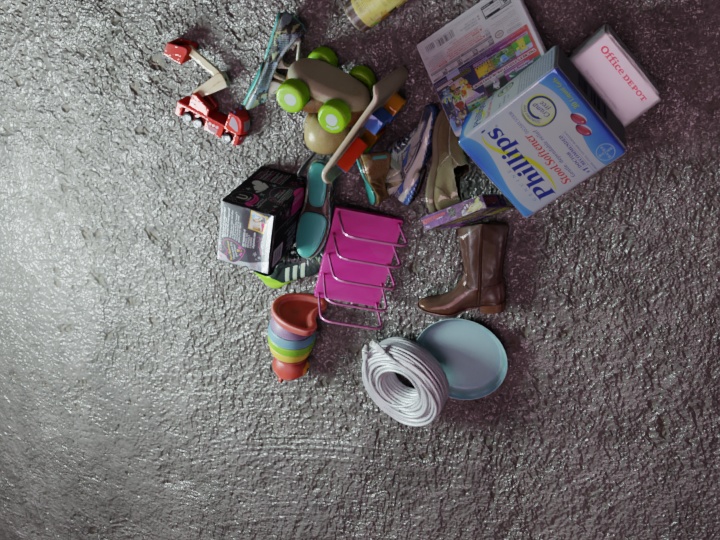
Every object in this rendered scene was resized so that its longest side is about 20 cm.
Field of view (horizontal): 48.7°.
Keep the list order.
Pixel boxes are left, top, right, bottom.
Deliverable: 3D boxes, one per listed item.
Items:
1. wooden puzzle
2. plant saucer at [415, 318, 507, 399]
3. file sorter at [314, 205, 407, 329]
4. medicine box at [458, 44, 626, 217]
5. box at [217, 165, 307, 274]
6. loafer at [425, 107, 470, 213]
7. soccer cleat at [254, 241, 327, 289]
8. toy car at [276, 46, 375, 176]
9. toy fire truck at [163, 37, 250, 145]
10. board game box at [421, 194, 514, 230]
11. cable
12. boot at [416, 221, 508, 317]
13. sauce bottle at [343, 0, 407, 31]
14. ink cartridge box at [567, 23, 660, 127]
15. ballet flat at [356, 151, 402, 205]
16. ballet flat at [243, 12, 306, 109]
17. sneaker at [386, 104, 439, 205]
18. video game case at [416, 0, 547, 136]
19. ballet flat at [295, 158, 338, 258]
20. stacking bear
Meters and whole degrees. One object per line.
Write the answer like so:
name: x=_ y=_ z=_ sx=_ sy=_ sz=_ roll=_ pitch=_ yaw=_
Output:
wooden puzzle: x=0.019 y=-0.254 z=1.418 sx=0.046 sy=0.185 sz=0.200 roll=35 pitch=122 yaw=2
plant saucer: x=0.212 y=0.183 z=1.679 sx=0.199 sy=0.027 sz=0.201 roll=8 pitch=119 yaw=15
file sorter: x=0.000 y=0.000 z=1.562 sx=0.138 sy=0.126 sz=0.201 roll=10 pitch=116 yaw=-11
medicine box: x=0.293 y=-0.220 z=1.287 sx=0.182 sy=0.103 sz=0.200 roll=44 pitch=123 yaw=-16
box: x=-0.188 y=-0.103 z=1.558 sx=0.114 sy=0.200 sz=0.133 roll=17 pitch=120 yaw=11
loafer: x=0.164 y=-0.199 z=1.426 sx=0.067 sy=0.076 sz=0.202 roll=6 pitch=84 yaw=20
soccer cleat: x=-0.135 y=-0.020 z=1.654 sx=0.199 sy=0.068 sz=0.081 roll=-27 pitch=137 yaw=29
toy car: x=-0.078 y=-0.275 z=1.467 sx=0.157 sy=0.165 sz=0.201 roll=26 pitch=134 yaw=3
toy fire truck: x=-0.297 y=-0.348 z=1.553 sx=0.199 sy=0.049 sz=0.142 roll=28 pitch=121 yaw=2
board game box: x=0.200 y=-0.106 z=1.433 sx=0.120 sy=0.200 sz=0.032 roll=-25 pitch=84 yaw=25
cable: x=0.093 y=0.238 z=1.701 sx=0.199 sy=0.069 sz=0.201 roll=27 pitch=135 yaw=18
boot: x=0.197 y=-0.009 z=1.557 sx=0.185 sy=0.064 sz=0.201 roll=-4 pitch=121 yaw=5
sauce bottle: x=0.064 y=-0.486 z=1.353 sx=0.199 sy=0.065 sz=0.065 roll=-28 pitch=105 yaw=30
ink cartridge box: x=0.380 y=-0.291 z=1.341 sx=0.145 sy=0.083 sz=0.200 roll=47 pitch=121 yaw=-8
ballet flat: x=0.039 y=-0.170 z=1.442 sx=0.072 sy=0.200 sz=0.068 roll=-19 pitch=75 yaw=1
ballet flat: x=-0.156 y=-0.376 z=1.476 sx=0.074 sy=0.074 sz=0.201 roll=30 pitch=125 yaw=1
sneaker: x=0.088 y=-0.220 z=1.482 sx=0.085 sy=0.077 sz=0.201 roll=24 pitch=121 yaw=9
video game case: x=0.211 y=-0.356 z=1.352 sx=0.199 sy=0.023 sz=0.183 roll=-27 pitch=80 yaw=30
ballet flat: x=-0.080 y=-0.122 z=1.578 sx=0.074 sy=0.074 sz=0.201 roll=17 pitch=108 yaw=9
stacking bear: x=-0.148 y=0.159 z=1.741 sx=0.113 sy=0.122 sz=0.201 roll=16 pitch=128 yaw=7
